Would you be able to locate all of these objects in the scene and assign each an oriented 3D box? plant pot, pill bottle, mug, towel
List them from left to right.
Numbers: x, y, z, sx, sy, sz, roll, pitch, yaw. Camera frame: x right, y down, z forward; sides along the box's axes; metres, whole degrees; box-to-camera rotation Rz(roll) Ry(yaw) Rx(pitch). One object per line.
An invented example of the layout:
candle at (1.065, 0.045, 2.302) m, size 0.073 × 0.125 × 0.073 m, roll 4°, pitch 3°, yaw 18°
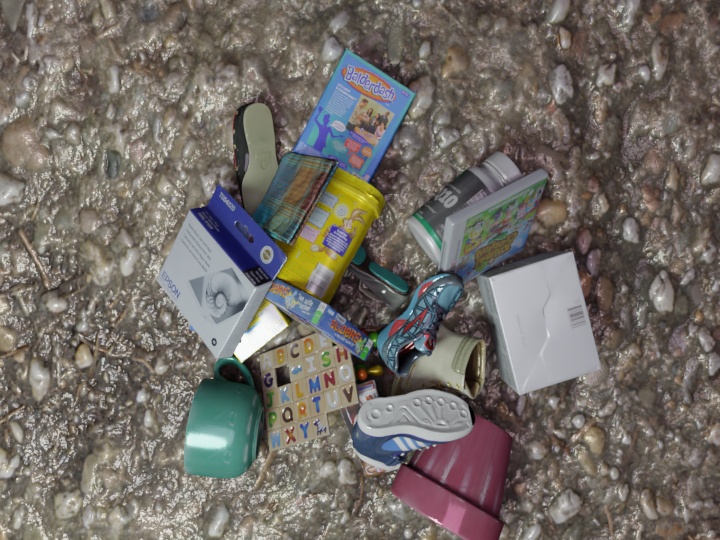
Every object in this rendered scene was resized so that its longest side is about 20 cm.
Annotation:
mug at (-0.225, 0.256, 0.922) m, size 0.110 × 0.152 × 0.193 m, roll 8°, pitch 93°, yaw -3°
towel at (-0.114, -0.122, 0.865) m, size 0.021 × 0.198 × 0.150 m, roll 30°, pitch 87°, yaw -30°
plant pot at (0.172, 0.345, 0.926) m, size 0.195 × 0.200 × 0.183 m, roll 29°, pitch 76°, yaw -2°
pill bottle at (0.187, -0.105, 0.936) m, size 0.198 × 0.113 × 0.114 m, roll -39°, pitch 93°, yaw 0°

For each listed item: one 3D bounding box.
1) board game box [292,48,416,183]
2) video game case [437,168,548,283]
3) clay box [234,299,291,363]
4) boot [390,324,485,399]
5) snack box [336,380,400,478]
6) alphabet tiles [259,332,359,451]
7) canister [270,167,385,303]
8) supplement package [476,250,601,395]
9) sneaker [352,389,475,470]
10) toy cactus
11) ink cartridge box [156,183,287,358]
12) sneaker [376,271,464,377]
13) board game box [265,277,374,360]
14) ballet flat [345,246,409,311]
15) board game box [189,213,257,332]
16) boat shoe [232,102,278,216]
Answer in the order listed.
board game box at (-0.011, -0.260, 0.958) m, size 0.149 × 0.045 × 0.205 m, roll 30°, pitch 92°, yaw -2°
video game case at (0.214, -0.059, 0.892) m, size 0.195 × 0.185 × 0.022 m, roll -28°, pitch 56°, yaw -19°
clay box at (-0.225, 0.047, 0.964) m, size 0.113 × 0.048 × 0.203 m, roll -34°, pitch 92°, yaw 3°
boot at (0.133, 0.197, 0.927) m, size 0.071 × 0.152 × 0.208 m, roll 15°, pitch 90°, yaw -41°
snack box at (0.017, 0.283, 0.947) m, size 0.069 × 0.025 × 0.205 m, roll -17°, pitch 121°, yaw 1°
alphabet tiles at (-0.091, 0.201, 0.920) m, size 0.195 × 0.007 × 0.173 m, roll -23°, pitch 66°, yaw 26°
canister at (-0.067, -0.062, 0.892) m, size 0.145 × 0.087 × 0.205 m, roll 27°, pitch 81°, yaw 16°
supplement package at (0.309, 0.086, 0.948) m, size 0.150 × 0.111 × 0.208 m, roll -16°, pitch 93°, yaw 0°
sneaker at (0.081, 0.271, 0.888) m, size 0.191 × 0.083 × 0.150 m, roll 0°, pitch 137°, yaw -6°
toy cactus at (-0.057, 0.161, 0.960) m, size 0.199 × 0.102 × 0.166 m, roll -43°, pitch 83°, yaw 9°
ink cartridge box at (-0.231, -0.002, 0.868) m, size 0.199 × 0.040 × 0.203 m, roll 42°, pitch 110°, yaw 24°
sneaker at (0.111, 0.097, 0.888) m, size 0.078 × 0.097 × 0.202 m, roll 24°, pitch 116°, yaw -30°
board game box at (-0.083, 0.069, 0.866) m, size 0.035 × 0.197 × 0.135 m, roll -57°, pitch 136°, yaw -11°
ballet flat at (0.000, 0.000, 0.963) m, size 0.198 × 0.068 × 0.064 m, roll 39°, pitch 122°, yaw 0°
board game box at (-0.234, 0.011, 0.912) m, size 0.099 × 0.019 × 0.208 m, roll 12°, pitch 96°, yaw 20°
boat shoe at (-0.187, -0.189, 0.952) m, size 0.072 × 0.062 × 0.210 m, roll -10°, pitch 107°, yaw -34°
